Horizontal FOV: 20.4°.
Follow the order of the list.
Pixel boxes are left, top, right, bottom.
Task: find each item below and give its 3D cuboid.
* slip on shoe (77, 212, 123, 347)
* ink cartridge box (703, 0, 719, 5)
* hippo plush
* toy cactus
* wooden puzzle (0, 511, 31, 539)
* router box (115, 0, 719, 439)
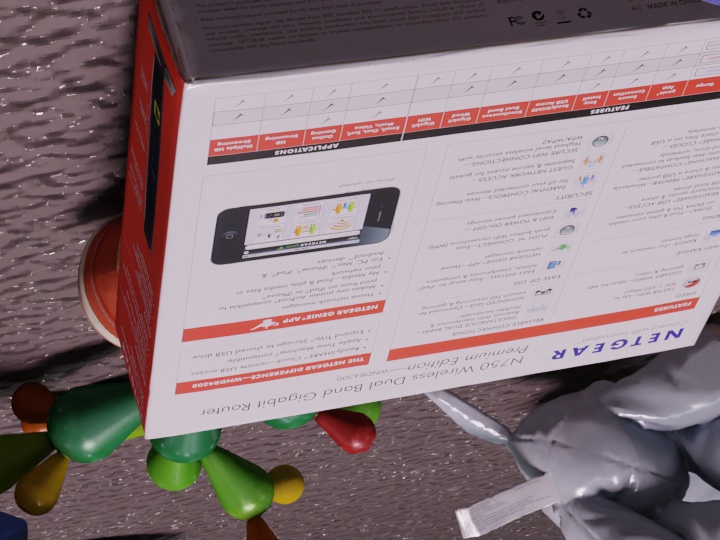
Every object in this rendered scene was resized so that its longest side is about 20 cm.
[{"bbox_3d":[0.000,0.000,0.724,0.200,0.074,0.061,-1,171,-22],"label":"slip on shoe"},{"bbox_3d":[0.209,-0.107,0.505,0.200,0.047,0.198,0,145,-44],"label":"ink cartridge box"},{"bbox_3d":[0.153,0.133,1.138,0.200,0.159,0.161,-14,163,0],"label":"hippo plush"},{"bbox_3d":[-0.079,0.068,0.889,0.200,0.102,0.165,2,150,-14],"label":"toy cactus"},{"bbox_3d":[-0.233,0.133,0.835,0.200,0.046,0.185,10,-155,24],"label":"wooden puzzle"},{"bbox_3d":[0.029,-0.029,0.610,0.200,0.049,0.180,-8,147,-17],"label":"router box"}]
